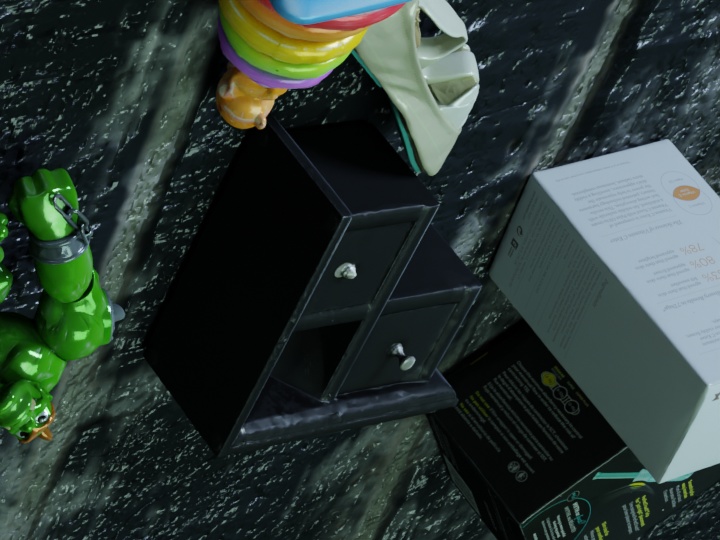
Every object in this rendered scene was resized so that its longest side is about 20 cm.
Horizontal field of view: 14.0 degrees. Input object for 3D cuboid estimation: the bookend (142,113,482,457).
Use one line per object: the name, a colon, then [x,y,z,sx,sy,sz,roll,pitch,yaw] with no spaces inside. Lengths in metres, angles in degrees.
bookend: [0.000,0.000,1.784,0.200,0.092,0.199,-9,139,-42]

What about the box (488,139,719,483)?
box: [0.198,0.024,1.922,0.124,0.200,0.098,-14,143,-34]

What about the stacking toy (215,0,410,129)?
stacking toy: [-0.039,-0.136,1.565,0.110,0.116,0.200,-17,155,-28]

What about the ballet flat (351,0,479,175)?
ballet flat: [0.035,-0.116,1.679,0.069,0.069,0.200,-37,151,-2]

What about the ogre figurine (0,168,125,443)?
ogre figurine: [-0.213,0.036,1.612,0.200,0.098,0.120,-52,132,-6]

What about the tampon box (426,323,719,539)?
tampon box: [0.167,0.107,2.076,0.200,0.126,0.150,-34,151,-8]
